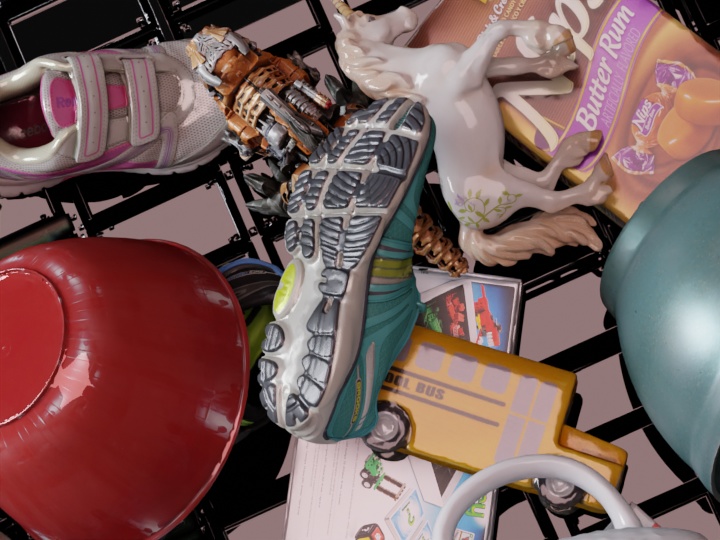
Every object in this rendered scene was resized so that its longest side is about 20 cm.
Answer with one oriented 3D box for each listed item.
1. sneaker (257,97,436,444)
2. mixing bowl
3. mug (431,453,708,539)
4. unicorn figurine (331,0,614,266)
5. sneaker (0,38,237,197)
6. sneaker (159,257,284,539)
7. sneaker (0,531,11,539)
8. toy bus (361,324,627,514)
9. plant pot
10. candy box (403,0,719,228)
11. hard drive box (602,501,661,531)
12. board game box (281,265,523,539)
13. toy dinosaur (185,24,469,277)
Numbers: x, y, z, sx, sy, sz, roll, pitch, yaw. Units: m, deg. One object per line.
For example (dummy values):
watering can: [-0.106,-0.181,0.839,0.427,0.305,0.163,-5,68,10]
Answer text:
sneaker: [0.000,0.000,1.402,0.077,0.080,0.201,16,88,43]
mixing bowl: [-0.175,0.059,1.451,0.200,0.108,0.201,-14,64,31]
mug: [0.113,0.194,1.354,0.175,0.148,0.200,-22,68,-4]
unicorn figurine: [0.065,-0.096,1.453,0.137,0.074,0.201,-17,84,7]
sneaker: [-0.159,-0.095,1.522,0.199,0.088,0.082,-16,81,4]
sneaker: [-0.100,0.084,1.490,0.071,0.083,0.200,33,87,-25]
sneaker: [-0.305,0.173,1.507,0.200,0.077,0.111,26,80,13]
toy bus: [0.060,0.083,1.451,0.199,0.065,0.079,17,83,8]
plant pot: [0.223,0.014,1.424,0.200,0.200,0.134,-47,63,-1]
candy box: [0.139,-0.116,1.509,0.200,0.056,0.117,38,89,11]
hard drive box: [0.149,0.260,1.448,0.156,0.077,0.200,41,88,9]
board game box: [0.025,0.098,1.503,0.126,0.035,0.201,7,83,6]
toy dinosaur: [-0.024,-0.064,1.474,0.102,0.136,0.200,-28,90,-2]
